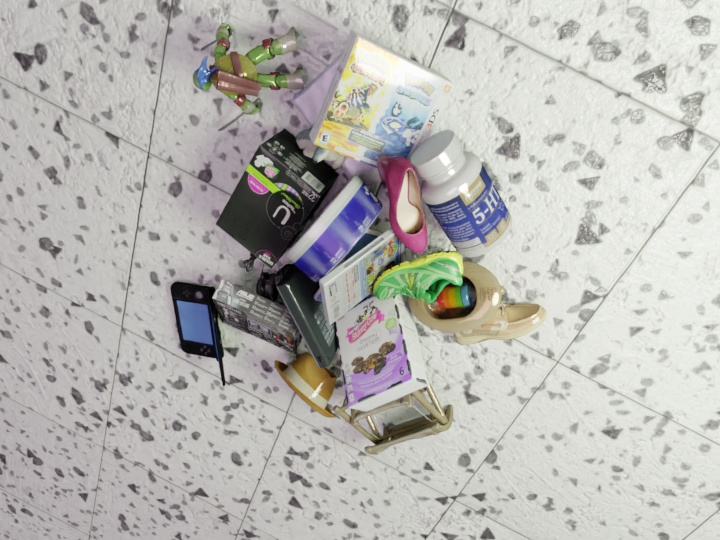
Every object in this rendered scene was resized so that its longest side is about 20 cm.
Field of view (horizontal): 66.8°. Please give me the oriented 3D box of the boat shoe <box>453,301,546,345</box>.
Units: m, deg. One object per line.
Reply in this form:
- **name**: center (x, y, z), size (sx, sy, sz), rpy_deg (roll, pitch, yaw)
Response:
- **boat shoe**: center (0.272, 0.097, 1.101), size (0.195, 0.072, 0.066), rpy_deg (-18, 112, 25)

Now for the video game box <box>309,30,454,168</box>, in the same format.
- **video game box**: center (0.036, -0.271, 0.924), size (0.195, 0.047, 0.186), rpy_deg (14, 116, -26)

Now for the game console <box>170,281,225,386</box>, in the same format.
- **game console**: center (-0.385, 0.150, 1.296), size (0.170, 0.117, 0.206), rpy_deg (7, 119, 12)

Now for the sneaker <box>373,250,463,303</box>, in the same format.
- **sneaker**: center (0.107, 0.025, 1.049), size (0.196, 0.073, 0.086), rpy_deg (-22, 74, 31)

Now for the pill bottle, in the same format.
- **pill bottle**: center (0.174, -0.135, 0.959), size (0.118, 0.121, 0.201), rpy_deg (-25, 121, 26)

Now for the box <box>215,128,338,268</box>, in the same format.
- **box**: center (-0.163, -0.139, 1.074), size (0.147, 0.125, 0.201), rpy_deg (38, 122, -5)

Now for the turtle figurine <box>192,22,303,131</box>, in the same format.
- **turtle figurine**: center (-0.204, -0.369, 0.995), size (0.188, 0.200, 0.149), rpy_deg (-11, 86, -4)

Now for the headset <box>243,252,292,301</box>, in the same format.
- **headset**: center (-0.183, 0.038, 1.190), size (0.120, 0.095, 0.203), rpy_deg (-16, 123, 22)

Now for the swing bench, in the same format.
- **swing bench**: center (0.079, 0.315, 1.239), size (0.196, 0.131, 0.202), rpy_deg (-27, 108, 26)

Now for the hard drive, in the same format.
- **hard drive**: center (-0.098, 0.081, 1.161), size (0.032, 0.140, 0.204), rpy_deg (-15, 112, 24)

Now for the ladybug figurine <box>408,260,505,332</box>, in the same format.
- **ladybug figurine**: center (0.192, 0.051, 1.085), size (0.195, 0.071, 0.141), rpy_deg (-4, 89, 28)

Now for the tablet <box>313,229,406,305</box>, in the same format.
- **tablet**: center (0.000, 0.000, 1.123), size (0.127, 0.014, 0.201), rpy_deg (11, 129, -37)

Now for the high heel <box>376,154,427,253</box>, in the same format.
- **high heel**: center (0.090, -0.106, 0.952), size (0.066, 0.096, 0.204), rpy_deg (-27, 119, -14)

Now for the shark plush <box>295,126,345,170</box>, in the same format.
- **shark plush**: center (-0.034, -0.265, 0.983), size (0.198, 0.090, 0.085), rpy_deg (-36, 74, 35)

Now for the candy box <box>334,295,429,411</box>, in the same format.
- **candy box**: center (0.038, 0.163, 1.132), size (0.165, 0.205, 0.071), rpy_deg (-30, 145, 28)

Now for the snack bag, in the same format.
- **snack bag**: center (-0.008, -0.293, 1.008), size (0.186, 0.022, 0.202), rpy_deg (-32, 104, 28)

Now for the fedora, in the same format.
- **fedora**: center (-0.110, 0.250, 1.259), size (0.200, 0.200, 0.082), rpy_deg (42, 84, -8)

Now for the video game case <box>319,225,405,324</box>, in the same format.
- **video game case**: center (0.008, 0.006, 1.047), size (0.018, 0.198, 0.145), rpy_deg (43, 158, 27)

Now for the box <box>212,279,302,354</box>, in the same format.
- **box**: center (-0.225, 0.107, 1.219), size (0.195, 0.051, 0.159), rpy_deg (23, 155, 4)

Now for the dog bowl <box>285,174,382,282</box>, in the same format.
- **dog bowl**: center (-0.050, -0.079, 1.028), size (0.079, 0.201, 0.200), rpy_deg (41, 121, -9)
